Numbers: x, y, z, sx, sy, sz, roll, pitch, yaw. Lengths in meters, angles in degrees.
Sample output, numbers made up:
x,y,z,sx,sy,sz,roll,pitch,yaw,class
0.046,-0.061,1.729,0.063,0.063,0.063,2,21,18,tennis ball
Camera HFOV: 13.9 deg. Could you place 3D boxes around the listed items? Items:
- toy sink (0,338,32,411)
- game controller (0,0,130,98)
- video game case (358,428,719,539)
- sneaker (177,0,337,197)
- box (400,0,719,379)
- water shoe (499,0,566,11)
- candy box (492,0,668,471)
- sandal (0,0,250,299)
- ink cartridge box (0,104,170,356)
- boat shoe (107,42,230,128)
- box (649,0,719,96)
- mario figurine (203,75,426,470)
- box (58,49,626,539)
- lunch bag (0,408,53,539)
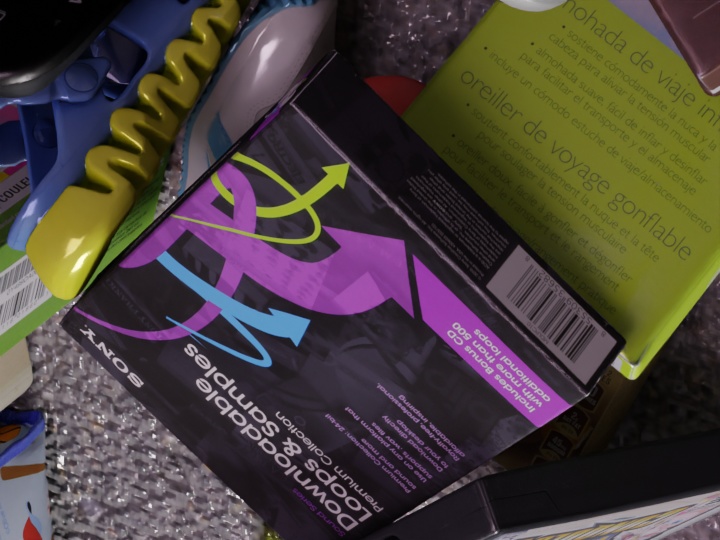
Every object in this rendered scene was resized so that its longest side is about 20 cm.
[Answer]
x,y,z,sx,sy,sz,roll,pitch,yaw,class
-0.276,0.021,1.376,0.199,0.130,0.113,9,121,31,toy sink
-0.109,-0.141,1.125,0.104,0.200,0.042,14,141,34,game controller
0.055,0.109,1.161,0.180,0.199,0.026,-31,74,41,video game case
-0.031,-0.038,1.219,0.080,0.077,0.201,23,133,9,sneaker
0.112,-0.077,1.048,0.122,0.200,0.048,39,175,8,box
0.027,-0.142,1.041,0.079,0.201,0.072,-33,125,18,water shoe
0.078,-0.018,1.161,0.115,0.055,0.201,36,131,13,candy box
-0.099,-0.089,1.145,0.087,0.201,0.080,31,145,-3,sandal
-0.203,-0.056,1.267,0.199,0.148,0.076,31,129,16,ink cartridge box
-0.124,-0.143,1.218,0.072,0.065,0.201,-18,105,39,boat shoe
0.106,-0.170,0.993,0.100,0.075,0.201,-32,85,8,box
0.000,0.000,1.155,0.123,0.106,0.201,2,136,-19,mario figurine
-0.013,0.022,1.065,0.143,0.036,0.200,44,144,-5,box
-0.226,0.173,1.383,0.123,0.200,0.171,11,121,29,lunch bag
